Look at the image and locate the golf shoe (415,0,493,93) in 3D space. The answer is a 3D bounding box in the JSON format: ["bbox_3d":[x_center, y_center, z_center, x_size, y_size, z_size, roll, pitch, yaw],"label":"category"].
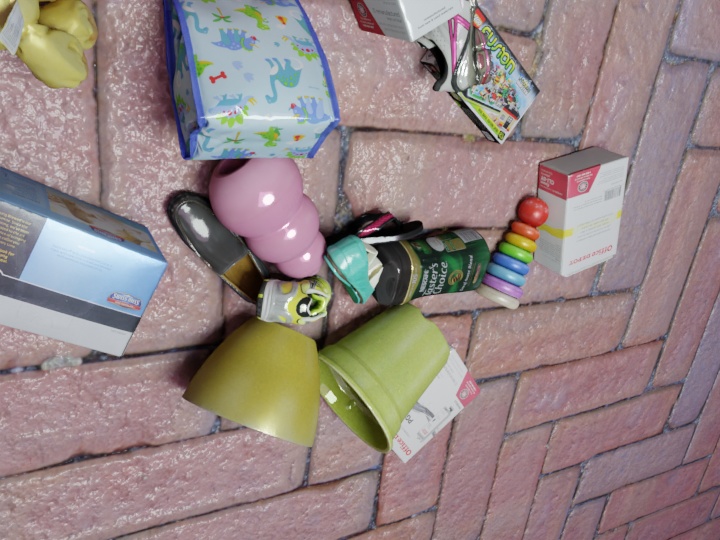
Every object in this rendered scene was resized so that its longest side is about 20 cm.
[{"bbox_3d":[0.116,-0.346,0.850,0.091,0.073,0.202,-15,95,0],"label":"golf shoe"}]

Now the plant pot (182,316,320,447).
[{"bbox_3d":[-0.138,0.152,0.905,0.199,0.199,0.143,31,74,-38],"label":"plant pot"}]

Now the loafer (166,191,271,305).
[{"bbox_3d":[-0.180,-0.025,0.847,0.073,0.072,0.200,-44,127,-4],"label":"loafer"}]

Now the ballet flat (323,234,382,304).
[{"bbox_3d":[0.000,0.000,0.920,0.070,0.068,0.200,-33,162,-2],"label":"ballet flat"}]

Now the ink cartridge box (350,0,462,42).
[{"bbox_3d":[0.026,-0.395,0.746,0.082,0.146,0.201,-34,126,-10],"label":"ink cartridge box"}]

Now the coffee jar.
[{"bbox_3d":[0.110,-0.006,1.021,0.198,0.086,0.105,-9,131,-27],"label":"coffee jar"}]

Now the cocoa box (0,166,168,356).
[{"bbox_3d":[-0.348,-0.011,0.713,0.199,0.133,0.132,25,98,-37],"label":"cocoa box"}]

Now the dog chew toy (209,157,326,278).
[{"bbox_3d":[-0.112,-0.069,0.832,0.124,0.124,0.201,-39,125,-9],"label":"dog chew toy"}]

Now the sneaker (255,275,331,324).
[{"bbox_3d":[-0.077,0.049,0.893,0.200,0.076,0.076,-14,115,-72],"label":"sneaker"}]

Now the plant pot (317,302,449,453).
[{"bbox_3d":[0.041,0.157,1.013,0.184,0.200,0.202,-39,128,-23],"label":"plant pot"}]

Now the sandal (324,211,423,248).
[{"bbox_3d":[0.010,-0.063,0.949,0.198,0.075,0.046,-11,100,-23],"label":"sandal"}]

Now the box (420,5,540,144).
[{"bbox_3d":[0.189,-0.300,0.962,0.199,0.035,0.111,35,92,-38],"label":"box"}]

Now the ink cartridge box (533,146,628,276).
[{"bbox_3d":[0.405,-0.110,1.155,0.144,0.083,0.202,-18,121,-22],"label":"ink cartridge box"}]

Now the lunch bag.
[{"bbox_3d":[-0.134,-0.237,0.728,0.168,0.127,0.202,-7,77,-28],"label":"lunch bag"}]

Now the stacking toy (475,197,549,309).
[{"bbox_3d":[0.285,-0.036,1.129,0.085,0.085,0.202,20,95,-36],"label":"stacking toy"}]

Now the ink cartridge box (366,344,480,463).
[{"bbox_3d":[0.103,0.231,1.138,0.200,0.083,0.147,-42,128,-8],"label":"ink cartridge box"}]

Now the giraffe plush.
[{"bbox_3d":[-0.372,-0.240,0.589,0.160,0.201,0.174,-10,126,6],"label":"giraffe plush"}]
